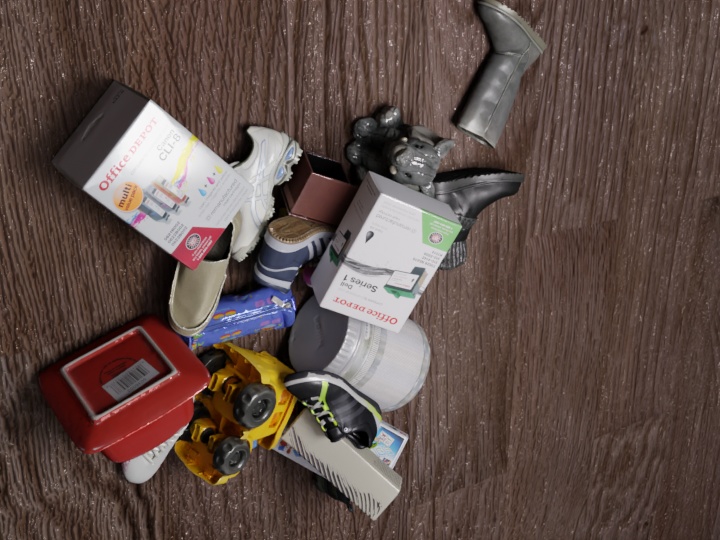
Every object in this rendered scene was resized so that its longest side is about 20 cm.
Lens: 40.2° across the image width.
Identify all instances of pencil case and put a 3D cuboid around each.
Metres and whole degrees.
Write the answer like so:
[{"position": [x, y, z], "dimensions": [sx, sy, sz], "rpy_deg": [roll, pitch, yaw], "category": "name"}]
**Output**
[{"position": [-0.188, 0.067, 1.486], "dimensions": [0.198, 0.087, 0.079], "rpy_deg": [-14, 95, -28], "category": "pencil case"}]

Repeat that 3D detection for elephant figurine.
[{"position": [0.077, -0.164, 1.507], "dimensions": [0.154, 0.200, 0.143], "rpy_deg": [-27, 121, -24], "category": "elephant figurine"}]

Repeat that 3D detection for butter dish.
[{"position": [-0.320, 0.190, 1.387], "dimensions": [0.199, 0.199, 0.149], "rpy_deg": [-30, 133, -22], "category": "butter dish"}]

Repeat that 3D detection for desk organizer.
[{"position": [-0.013, -0.108, 1.493], "dimensions": [0.198, 0.072, 0.077], "rpy_deg": [15, 122, -28], "category": "desk organizer"}]

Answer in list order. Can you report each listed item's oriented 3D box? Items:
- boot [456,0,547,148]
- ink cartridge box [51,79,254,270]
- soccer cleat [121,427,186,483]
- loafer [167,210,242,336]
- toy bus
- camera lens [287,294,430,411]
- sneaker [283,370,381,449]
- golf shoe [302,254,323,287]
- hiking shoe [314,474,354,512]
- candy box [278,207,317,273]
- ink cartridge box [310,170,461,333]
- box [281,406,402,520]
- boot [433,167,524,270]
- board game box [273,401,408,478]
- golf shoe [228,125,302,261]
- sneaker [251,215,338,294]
[{"position": [0.211, -0.325, 1.629], "dimensions": [0.181, 0.073, 0.201], "rpy_deg": [30, 96, -37], "category": "boot"}, {"position": [-0.277, -0.127, 1.313], "dimensions": [0.200, 0.144, 0.146], "rpy_deg": [40, 85, -37], "category": "ink cartridge box"}, {"position": [-0.302, 0.239, 1.477], "dimensions": [0.069, 0.086, 0.202], "rpy_deg": [16, 99, -37], "category": "soccer cleat"}, {"position": [-0.224, -0.005, 1.389], "dimensions": [0.075, 0.068, 0.202], "rpy_deg": [17, 88, -2], "category": "loafer"}, {"position": [-0.174, 0.224, 1.548], "dimensions": [0.191, 0.135, 0.202], "rpy_deg": [13, 103, -53], "category": "toy bus"}, {"position": [0.003, 0.130, 1.598], "dimensions": [0.199, 0.160, 0.161], "rpy_deg": [27, 92, -38], "category": "camera lens"}, {"position": [-0.036, 0.218, 1.502], "dimensions": [0.199, 0.071, 0.083], "rpy_deg": [32, 53, -34], "category": "sneaker"}, {"position": [0.000, 0.000, 1.569], "dimensions": [0.199, 0.075, 0.092], "rpy_deg": [-21, 123, -26], "category": "golf shoe"}, {"position": [-0.004, 0.310, 1.697], "dimensions": [0.075, 0.100, 0.202], "rpy_deg": [3, 110, -50], "category": "hiking shoe"}, {"position": [-0.045, -0.050, 1.579], "dimensions": [0.198, 0.026, 0.103], "rpy_deg": [-3, 106, -34], "category": "candy box"}, {"position": [0.035, -0.023, 1.456], "dimensions": [0.145, 0.085, 0.201], "rpy_deg": [19, 113, -23], "category": "ink cartridge box"}, {"position": [-0.028, 0.302, 1.579], "dimensions": [0.200, 0.082, 0.069], "rpy_deg": [41, 95, 3], "category": "box"}, {"position": [0.186, -0.091, 1.687], "dimensions": [0.209, 0.079, 0.159], "rpy_deg": [-10, 108, -22], "category": "boot"}, {"position": [-0.036, 0.283, 1.637], "dimensions": [0.199, 0.035, 0.127], "rpy_deg": [29, 92, 3], "category": "board game box"}, {"position": [-0.167, -0.117, 1.453], "dimensions": [0.097, 0.078, 0.202], "rpy_deg": [23, 90, -20], "category": "golf shoe"}, {"position": [-0.087, -0.031, 1.499], "dimensions": [0.199, 0.070, 0.109], "rpy_deg": [-17, 140, -51], "category": "sneaker"}]
